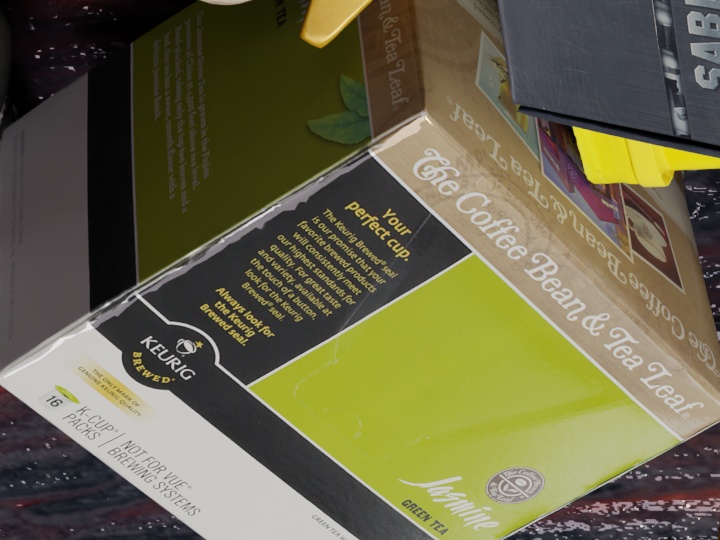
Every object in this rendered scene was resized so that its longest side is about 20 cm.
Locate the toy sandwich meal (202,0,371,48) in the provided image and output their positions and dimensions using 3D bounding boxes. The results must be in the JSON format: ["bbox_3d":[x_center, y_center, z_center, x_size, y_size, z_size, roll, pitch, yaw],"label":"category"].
[{"bbox_3d":[-0.035,-0.158,0.861,0.204,0.070,0.206,8,132,9],"label":"toy sandwich meal"}]

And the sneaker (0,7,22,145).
[{"bbox_3d":[-0.154,-0.049,1.098,0.087,0.076,0.200,-1,150,-20],"label":"sneaker"}]

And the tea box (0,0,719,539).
[{"bbox_3d":[0.000,0.000,1.015,0.196,0.134,0.200,-29,131,23],"label":"tea box"}]

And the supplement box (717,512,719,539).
[{"bbox_3d":[0.262,0.069,1.081,0.199,0.133,0.198,12,146,-2],"label":"supplement box"}]

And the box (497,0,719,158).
[{"bbox_3d":[0.104,-0.129,0.771,0.157,0.051,0.201,16,127,39],"label":"box"}]

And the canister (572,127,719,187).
[{"bbox_3d":[0.168,-0.097,0.910,0.199,0.087,0.149,-2,143,16],"label":"canister"}]
